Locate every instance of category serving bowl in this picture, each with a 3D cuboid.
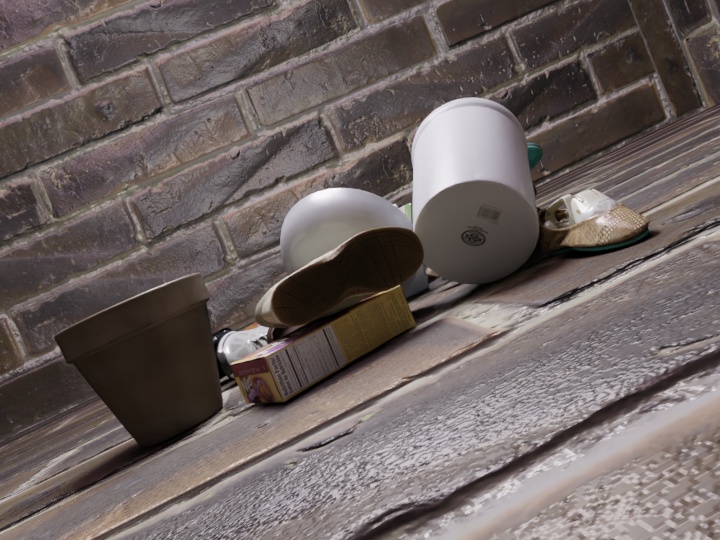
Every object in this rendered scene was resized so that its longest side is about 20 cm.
[{"bbox_3d":[-0.018,-0.010,0.869,0.197,0.201,0.067,-23,35,29],"label":"serving bowl"}]

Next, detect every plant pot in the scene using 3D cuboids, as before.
[{"bbox_3d":[-0.265,0.122,0.838,0.197,0.176,0.200,-24,1,1],"label":"plant pot"}]

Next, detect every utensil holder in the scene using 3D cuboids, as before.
[{"bbox_3d":[0.149,-0.106,0.863,0.168,0.171,0.202,-23,34,24],"label":"utensil holder"}]

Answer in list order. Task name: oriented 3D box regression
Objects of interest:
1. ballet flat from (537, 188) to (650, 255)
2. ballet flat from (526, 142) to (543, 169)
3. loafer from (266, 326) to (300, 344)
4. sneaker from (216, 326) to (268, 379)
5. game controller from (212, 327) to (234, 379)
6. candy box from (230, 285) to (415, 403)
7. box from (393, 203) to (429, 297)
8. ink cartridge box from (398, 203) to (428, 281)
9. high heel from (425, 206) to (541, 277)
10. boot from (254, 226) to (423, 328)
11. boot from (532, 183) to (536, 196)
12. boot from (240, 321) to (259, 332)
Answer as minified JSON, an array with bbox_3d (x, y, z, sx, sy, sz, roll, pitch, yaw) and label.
[{"bbox_3d":[0.254,-0.057,0.747,0.069,0.066,0.200,-24,2,-13],"label":"ballet flat"},{"bbox_3d":[0.186,-0.148,1.006,0.196,0.072,0.067,-3,-23,26],"label":"ballet flat"},{"bbox_3d":[-0.053,0.072,0.982,0.197,0.074,0.071,-25,1,-3],"label":"loafer"},{"bbox_3d":[-0.155,0.114,1.085,0.114,0.077,0.200,-26,-1,19],"label":"sneaker"},{"bbox_3d":[-0.285,0.172,1.069,0.199,0.042,0.106,-29,-31,-45],"label":"game controller"},{"bbox_3d":[-0.044,0.088,0.768,0.198,0.057,0.116,-25,2,-32],"label":"candy box"},{"bbox_3d":[0.000,0.000,1.079,0.197,0.098,0.125,-24,-40,1],"label":"box"},{"bbox_3d":[0.055,-0.030,1.251,0.047,0.149,0.199,9,-17,-33],"label":"ink cartridge box"},{"bbox_3d":[0.202,-0.035,1.004,0.197,0.073,0.142,-27,-10,17],"label":"high heel"},{"bbox_3d":[-0.031,0.013,0.787,0.197,0.073,0.154,-26,0,-21],"label":"boot"},{"bbox_3d":[0.196,-0.072,1.087,0.198,0.074,0.151,-34,-17,-7],"label":"boot"},{"bbox_3d":[-0.212,0.137,1.298,0.185,0.070,0.200,-24,3,2],"label":"boot"}]
